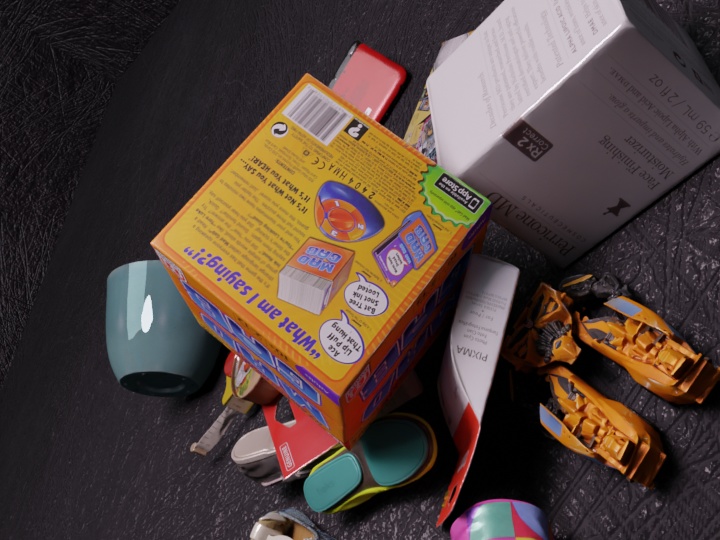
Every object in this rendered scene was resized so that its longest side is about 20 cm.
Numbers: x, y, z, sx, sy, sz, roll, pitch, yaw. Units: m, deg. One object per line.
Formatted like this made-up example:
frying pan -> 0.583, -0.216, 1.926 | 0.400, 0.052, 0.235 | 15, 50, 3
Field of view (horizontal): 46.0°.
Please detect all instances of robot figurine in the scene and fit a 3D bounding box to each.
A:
robot figurine -> 0.181, 0.073, 0.670 | 0.146, 0.058, 0.200 | -58, 29, 4

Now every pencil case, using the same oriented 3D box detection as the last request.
pencil case -> 0.112, 0.266, 0.591 | 0.088, 0.088, 0.202 | -40, 36, 33

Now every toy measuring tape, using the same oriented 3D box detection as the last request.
toy measuring tape -> -0.172, 0.164, 1.167 | 0.201, 0.073, 0.074 | -52, 29, 16

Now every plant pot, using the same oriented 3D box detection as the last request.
plant pot -> -0.305, 0.102, 1.323 | 0.199, 0.198, 0.164 | -28, 53, 45

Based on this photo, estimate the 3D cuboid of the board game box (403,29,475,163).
board game box -> 0.119, -0.205, 1.053 | 0.135, 0.034, 0.203 | 0, 65, 59

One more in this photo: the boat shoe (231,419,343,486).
boat shoe -> -0.052, 0.197, 0.944 | 0.197, 0.057, 0.067 | -17, 31, 27

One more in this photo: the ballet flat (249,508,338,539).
ballet flat -> -0.079, 0.289, 0.899 | 0.199, 0.074, 0.075 | -8, 57, 57

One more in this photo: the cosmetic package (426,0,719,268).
cosmetic package -> 0.186, -0.147, 0.752 | 0.200, 0.163, 0.167 | -42, 33, 32

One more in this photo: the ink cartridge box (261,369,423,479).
ink cartridge box -> -0.041, 0.113, 0.950 | 0.174, 0.045, 0.200 | -32, 31, -1

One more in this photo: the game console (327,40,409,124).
game console -> -0.013, -0.237, 1.320 | 0.172, 0.118, 0.202 | 37, 98, 31

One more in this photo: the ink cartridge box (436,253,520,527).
ink cartridge box -> 0.082, 0.108, 0.728 | 0.161, 0.046, 0.203 | 88, -159, -69

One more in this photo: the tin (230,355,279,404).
tin -> -0.090, 0.064, 0.975 | 0.202, 0.041, 0.112 | -59, 22, 18

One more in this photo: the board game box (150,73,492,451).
board game box -> -0.028, 0.001, 0.754 | 0.200, 0.199, 0.201 | -49, -16, -17

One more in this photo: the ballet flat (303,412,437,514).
ballet flat -> 0.020, 0.185, 0.831 | 0.199, 0.066, 0.068 | -38, 66, 41
